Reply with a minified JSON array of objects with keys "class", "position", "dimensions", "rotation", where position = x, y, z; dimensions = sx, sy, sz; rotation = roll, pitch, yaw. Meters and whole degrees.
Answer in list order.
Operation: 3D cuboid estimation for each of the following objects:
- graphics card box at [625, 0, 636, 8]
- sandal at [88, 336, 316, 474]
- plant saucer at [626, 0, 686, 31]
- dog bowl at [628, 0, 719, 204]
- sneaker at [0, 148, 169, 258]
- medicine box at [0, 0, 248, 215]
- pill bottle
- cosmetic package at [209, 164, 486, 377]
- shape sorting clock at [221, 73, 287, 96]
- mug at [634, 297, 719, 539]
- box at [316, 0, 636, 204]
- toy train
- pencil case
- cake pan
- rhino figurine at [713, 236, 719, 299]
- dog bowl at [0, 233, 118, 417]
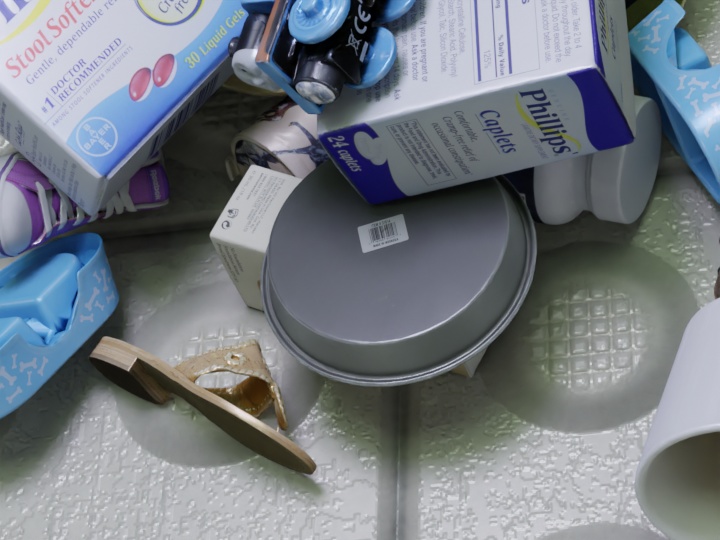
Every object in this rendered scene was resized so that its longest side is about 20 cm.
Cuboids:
[{"class":"graphics card box","position":[0.136,-0.221,1.652],"dimensions":[0.125,0.051,0.200],"rotation":[31,58,35]},{"class":"sandal","position":[-0.103,0.075,1.611],"dimensions":[0.212,0.078,0.070],"rotation":[21,69,33]},{"class":"plant saucer","position":[0.175,-0.245,1.750],"dimensions":[0.200,0.031,0.200],"rotation":[-3,82,24]},{"class":"dog bowl","position":[0.249,-0.120,1.619],"dimensions":[0.050,0.112,0.200],"rotation":[-28,38,2]},{"class":"sneaker","position":[-0.211,-0.063,1.690],"dimensions":[0.114,0.073,0.200],"rotation":[-1,19,19]},{"class":"medicine box","position":[-0.206,-0.178,1.627],"dimensions":[0.200,0.103,0.182],"rotation":[42,73,1]},{"class":"pill bottle","position":[0.116,-0.097,1.651],"dimensions":[0.200,0.116,0.116],"rotation":[11,59,22]},{"class":"cosmetic package","position":[0.000,0.000,1.621],"dimensions":[0.200,0.105,0.071],"rotation":[17,63,27]},{"class":"shape sorting clock","position":[-0.062,-0.229,1.727],"dimensions":[0.200,0.039,0.200],"rotation":[-3,75,10]},{"class":"mug","position":[0.278,0.104,1.470],"dimensions":[0.149,0.187,0.153],"rotation":[-27,34,38]},{"class":"box","position":[0.077,-0.163,1.515],"dimensions":[0.200,0.105,0.184],"rotation":[-12,57,18]},{"class":"toy train","position":[-0.023,-0.199,1.471],"dimensions":[0.114,0.087,0.200],"rotation":[0,64,38]},{"class":"pencil case","position":[-0.019,-0.137,1.741],"dimensions":[0.089,0.078,0.200],"rotation":[18,59,49]},{"class":"cake pan","position":[0.022,-0.014,1.538],"dimensions":[0.200,0.037,0.200],"rotation":[-8,56,12]},{"class":"rhino figurine","position":[0.342,0.010,1.543],"dimensions":[0.200,0.060,0.088],"rotation":[10,76,21]},{"class":"dog bowl","position":[-0.257,0.048,1.642],"dimensions":[0.111,0.050,0.200],"rotation":[-7,31,41]}]
